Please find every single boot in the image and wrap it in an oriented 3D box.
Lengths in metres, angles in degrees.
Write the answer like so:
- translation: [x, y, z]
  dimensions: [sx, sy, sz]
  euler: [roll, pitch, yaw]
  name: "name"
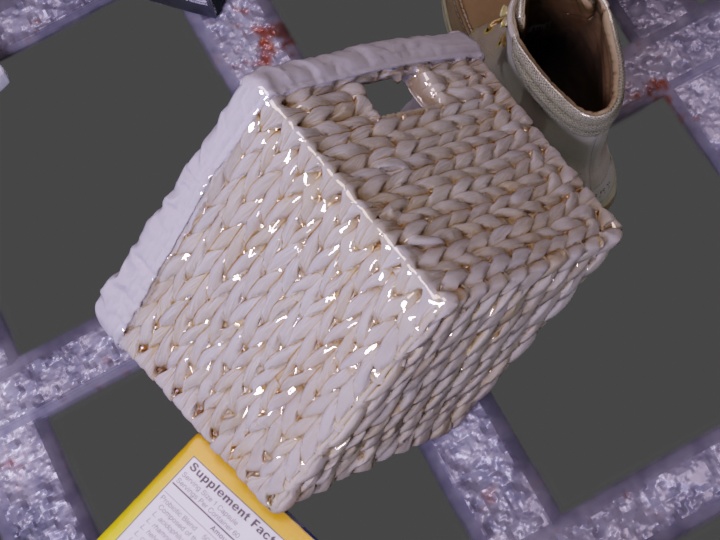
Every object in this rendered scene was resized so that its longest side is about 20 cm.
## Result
- translation: [0.104, -0.144, 1.010]
  dimensions: [0.072, 0.155, 0.201]
  euler: [-21, 68, -3]
  name: "boot"

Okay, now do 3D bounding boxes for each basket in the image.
- translation: [0.000, 0.000, 0.910]
  dimensions: [0.198, 0.200, 0.161]
  euler: [-19, 64, -50]
  name: "basket"

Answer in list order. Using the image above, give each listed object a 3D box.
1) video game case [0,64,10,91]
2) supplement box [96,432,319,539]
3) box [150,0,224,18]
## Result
- translation: [-0.367, -0.132, 1.120]
  dimensions: [0.182, 0.023, 0.200]
  euler: [-44, 71, -11]
  name: "video game case"
- translation: [-0.110, 0.208, 0.918]
  dimensions: [0.109, 0.110, 0.200]
  euler: [40, 78, 18]
  name: "supplement box"
- translation: [-0.140, -0.286, 1.148]
  dimensions: [0.159, 0.044, 0.201]
  euler: [17, 71, 12]
  name: "box"
